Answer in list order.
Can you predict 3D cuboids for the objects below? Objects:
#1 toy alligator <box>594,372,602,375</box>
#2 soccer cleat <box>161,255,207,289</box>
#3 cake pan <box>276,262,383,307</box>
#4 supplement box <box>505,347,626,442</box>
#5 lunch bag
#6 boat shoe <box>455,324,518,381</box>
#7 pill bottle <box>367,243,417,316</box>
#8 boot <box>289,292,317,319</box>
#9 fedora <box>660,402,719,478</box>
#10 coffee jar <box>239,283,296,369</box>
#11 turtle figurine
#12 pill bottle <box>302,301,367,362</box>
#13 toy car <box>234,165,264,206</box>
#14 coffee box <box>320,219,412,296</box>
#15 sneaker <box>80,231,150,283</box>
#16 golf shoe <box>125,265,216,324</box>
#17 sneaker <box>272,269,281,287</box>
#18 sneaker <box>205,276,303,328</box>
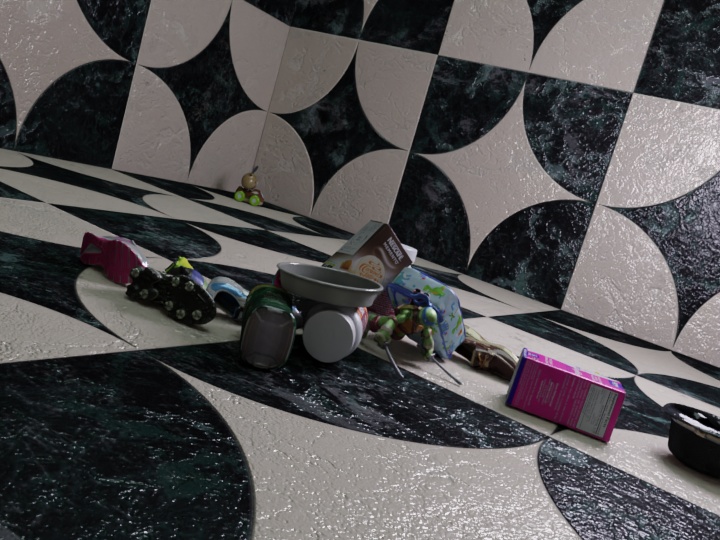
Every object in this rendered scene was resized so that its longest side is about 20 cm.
[{"bbox_3d":[0.530,0.269,1.573,0.199,0.059,0.055,8,54,-54],"label":"toy alligator"},{"bbox_3d":[-0.358,0.023,1.416,0.084,0.065,0.200,46,-9,-24],"label":"soccer cleat"},{"bbox_3d":[-0.058,0.026,1.250,0.198,0.037,0.200,13,8,-2],"label":"cake pan"},{"bbox_3d":[0.390,0.235,1.319,0.198,0.105,0.101,20,8,12],"label":"supplement box"},{"bbox_3d":[0.141,0.093,1.491,0.160,0.082,0.201,31,-24,34],"label":"lunch bag"},{"bbox_3d":[0.270,0.194,1.526,0.072,0.073,0.199,-27,46,-33],"label":"boat shoe"},{"bbox_3d":[0.061,0.035,1.629,0.113,0.202,0.114,16,8,-2],"label":"pill bottle"},{"bbox_3d":[-0.096,0.086,1.461,0.198,0.070,0.132,26,1,12],"label":"boot"},{"bbox_3d":[0.649,0.325,1.276,0.198,0.093,0.201,17,8,-2],"label":"fedora"},{"bbox_3d":[-0.157,0.088,1.163,0.084,0.106,0.200,14,9,-11],"label":"coffee jar"},{"bbox_3d":[0.076,0.146,1.371,0.143,0.203,0.193,-16,5,-33],"label":"turtle figurine"},{"bbox_3d":[-0.047,0.102,1.277,0.108,0.111,0.200,17,8,3],"label":"pill bottle"},{"bbox_3d":[-0.571,-0.456,3.640,0.156,0.202,0.164,16,8,-3],"label":"toy car"},{"bbox_3d":[0.000,0.000,1.484,0.115,0.200,0.079,54,-18,-26],"label":"coffee box"},{"bbox_3d":[-0.474,-0.028,1.377,0.199,0.082,0.088,24,12,36],"label":"sneaker"},{"bbox_3d":[-0.327,0.041,1.244,0.198,0.078,0.088,21,2,25],"label":"golf shoe"},{"bbox_3d":[-0.154,0.030,1.665,0.120,0.084,0.200,24,7,-17],"label":"sneaker"},{"bbox_3d":[-0.205,0.077,1.324,0.198,0.072,0.073,22,42,-12],"label":"sneaker"}]
